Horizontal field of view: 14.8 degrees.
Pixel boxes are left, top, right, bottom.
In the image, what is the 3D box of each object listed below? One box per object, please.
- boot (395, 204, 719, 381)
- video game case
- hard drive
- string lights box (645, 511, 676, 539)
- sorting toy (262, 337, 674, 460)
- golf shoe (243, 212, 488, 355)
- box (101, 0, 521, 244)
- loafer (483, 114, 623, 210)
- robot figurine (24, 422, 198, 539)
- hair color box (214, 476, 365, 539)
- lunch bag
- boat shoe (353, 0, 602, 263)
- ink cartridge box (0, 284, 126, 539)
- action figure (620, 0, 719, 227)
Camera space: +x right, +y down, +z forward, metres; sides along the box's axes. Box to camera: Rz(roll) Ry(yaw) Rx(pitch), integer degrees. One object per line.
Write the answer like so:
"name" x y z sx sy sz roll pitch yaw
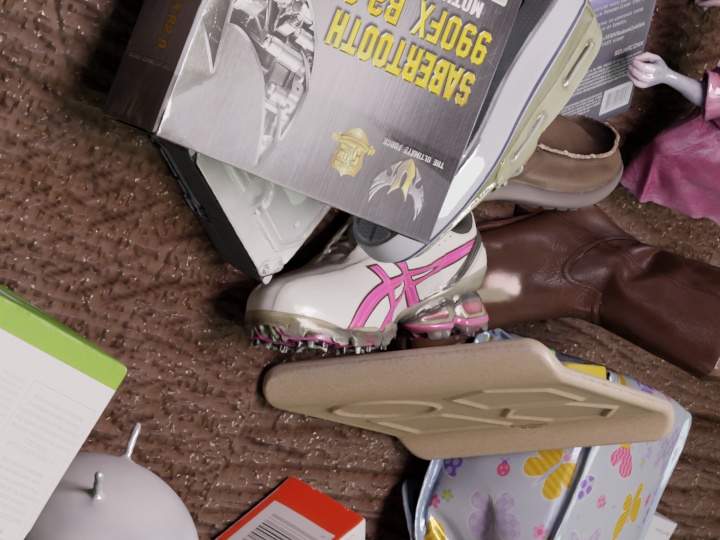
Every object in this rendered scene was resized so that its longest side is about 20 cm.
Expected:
"boot" 0.148 0.032 1.671 0.186 0.200 0.064 -38 143 -35
"video game case" 0.140 -0.172 1.668 0.143 0.019 0.201 -23 133 -48
"hard drive" -0.020 -0.106 1.461 0.200 0.038 0.140 -50 149 -16
"string lights box" 0.141 0.249 1.995 0.200 0.059 0.103 -61 152 2
"sorting toy" 0.066 0.071 1.628 0.200 0.185 0.037 27 60 -59
"golf shoe" 0.000 0.000 1.565 0.200 0.072 0.092 -9 98 -55
"box" -0.017 -0.116 1.375 0.200 0.048 0.159 22 90 -44
"loafer" 0.084 -0.078 1.591 0.200 0.073 0.071 -5 115 -46
"robot figurine" -0.149 0.178 1.429 0.170 0.113 0.201 -91 -162 -68
"hair color box" -0.055 0.236 1.677 0.111 0.064 0.200 -37 142 -38
"lunch bag" 0.111 0.152 1.802 0.170 0.127 0.201 23 86 -63
"boat shoe" 0.071 -0.078 1.502 0.200 0.072 0.062 -55 128 -15
"ink cartridge box" -0.218 0.095 1.291 0.200 0.076 0.148 -58 151 -3
"action figure" 0.243 -0.102 1.757 0.134 0.149 0.200 -49 172 -35
